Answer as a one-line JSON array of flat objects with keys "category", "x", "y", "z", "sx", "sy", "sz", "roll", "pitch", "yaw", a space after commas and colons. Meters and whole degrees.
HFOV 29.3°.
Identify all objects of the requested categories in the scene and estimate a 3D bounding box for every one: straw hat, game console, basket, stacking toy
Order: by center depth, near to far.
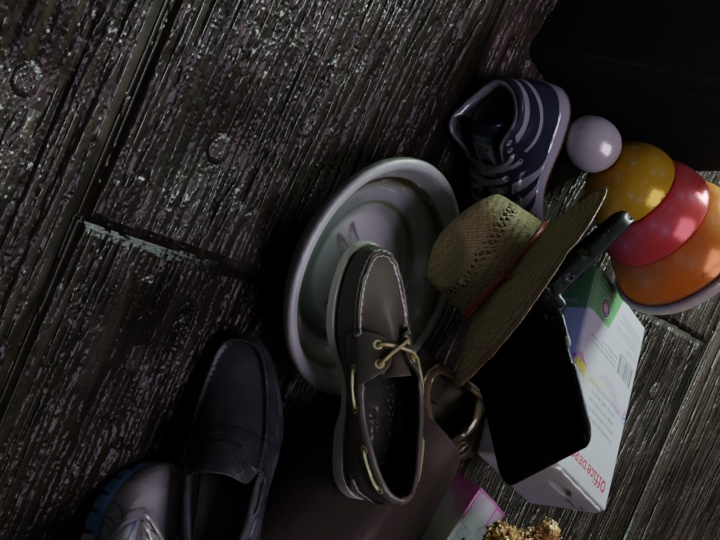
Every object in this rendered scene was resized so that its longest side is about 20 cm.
[{"category": "straw hat", "x": 0.104, "y": -0.012, "z": 1.111, "sx": 0.201, "sy": 0.085, "sz": 0.201, "roll": -53, "pitch": -179, "yaw": 2}, {"category": "basket", "x": -0.016, "y": 0.207, "z": 1.145, "sx": 0.200, "sy": 0.136, "sz": 0.181, "roll": -51, "pitch": 125, "yaw": -23}, {"category": "game console", "x": 0.173, "y": 0.069, "z": 1.178, "sx": 0.176, "sy": 0.116, "sz": 0.200, "roll": -42, "pitch": 176, "yaw": -23}, {"category": "stacking toy", "x": 0.255, "y": -0.070, "z": 1.257, "sx": 0.200, "sy": 0.146, "sz": 0.146, "roll": 47, "pitch": 72, "yaw": -29}]

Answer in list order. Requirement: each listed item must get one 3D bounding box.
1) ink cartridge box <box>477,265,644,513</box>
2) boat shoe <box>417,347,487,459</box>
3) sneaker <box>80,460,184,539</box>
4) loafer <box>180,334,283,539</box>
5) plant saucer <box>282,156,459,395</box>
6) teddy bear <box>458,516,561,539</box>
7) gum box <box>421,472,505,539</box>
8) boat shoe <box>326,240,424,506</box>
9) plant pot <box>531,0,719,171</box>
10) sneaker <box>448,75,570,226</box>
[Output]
[{"category": "ink cartridge box", "x": 0.196, "y": 0.114, "z": 1.330, "sx": 0.145, "sy": 0.087, "sz": 0.201, "roll": 44, "pitch": 54, "yaw": -51}, {"category": "boat shoe", "x": 0.081, "y": 0.128, "z": 1.266, "sx": 0.073, "sy": 0.063, "sz": 0.201, "roll": -54, "pitch": 140, "yaw": -14}, {"category": "sneaker", "x": -0.163, "y": 0.215, "z": 0.975, "sx": 0.075, "sy": 0.086, "sz": 0.200, "roll": 60, "pitch": 39, "yaw": -28}, {"category": "loafer", "x": -0.097, "y": 0.145, "z": 1.021, "sx": 0.070, "sy": 0.068, "sz": 0.202, "roll": 61, "pitch": 33, "yaw": -76}, {"category": "plant saucer", "x": 0.000, "y": 0.000, "z": 1.114, "sx": 0.200, "sy": 0.050, "sz": 0.201, "roll": -25, "pitch": 127, "yaw": -39}, {"category": "teddy bear", "x": 0.106, "y": 0.275, "z": 1.186, "sx": 0.200, "sy": 0.067, "sz": 0.146, "roll": 18, "pitch": 97, "yaw": -51}, {"category": "gum box", "x": 0.029, "y": 0.255, "z": 1.233, "sx": 0.200, "sy": 0.113, "sz": 0.066, "roll": -54, "pitch": 141, "yaw": -13}, {"category": "boat shoe", "x": 0.017, "y": 0.079, "z": 1.055, "sx": 0.072, "sy": 0.060, "sz": 0.203, "roll": -4, "pitch": 96, "yaw": -37}, {"category": "plant pot", "x": 0.306, "y": -0.202, "z": 1.259, "sx": 0.201, "sy": 0.177, "sz": 0.200, "roll": -57, "pitch": 141, "yaw": -9}, {"category": "sneaker", "x": 0.117, "y": -0.072, "z": 1.193, "sx": 0.108, "sy": 0.070, "sz": 0.201, "roll": 7, "pitch": 98, "yaw": -55}]
